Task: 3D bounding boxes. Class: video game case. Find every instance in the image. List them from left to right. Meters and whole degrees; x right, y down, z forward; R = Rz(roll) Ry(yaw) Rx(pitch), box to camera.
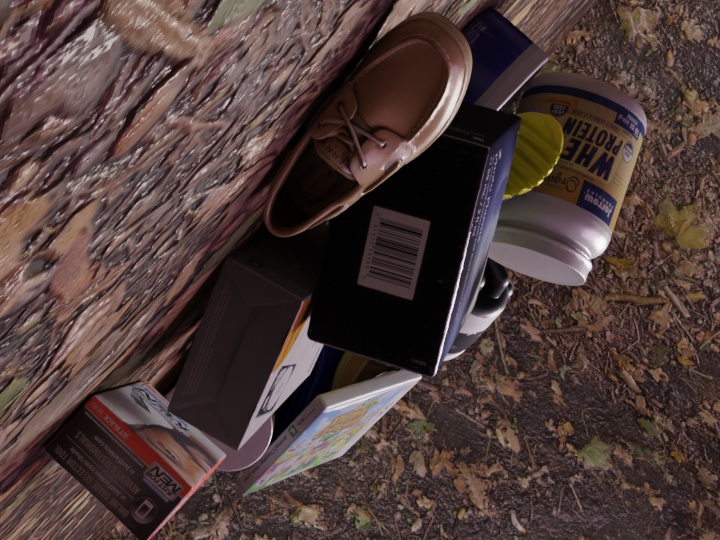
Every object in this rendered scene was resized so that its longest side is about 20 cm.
[{"bbox_3d":[-0.036,0.193,1.250,0.199,0.022,0.182,-9,147,-53],"label":"video game case"}]

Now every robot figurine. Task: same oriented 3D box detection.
[{"bbox_3d":[0.127,0.041,1.433,0.200,0.149,0.125,-55,-173,47],"label":"robot figurine"}]

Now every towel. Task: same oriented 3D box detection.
[{"bbox_3d":[-0.038,0.155,1.327,0.200,0.049,0.149,6,107,-66],"label":"towel"}]

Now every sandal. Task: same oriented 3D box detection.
[{"bbox_3d":[0.124,-0.090,1.063,0.200,0.080,0.087,-39,-177,9],"label":"sandal"}]

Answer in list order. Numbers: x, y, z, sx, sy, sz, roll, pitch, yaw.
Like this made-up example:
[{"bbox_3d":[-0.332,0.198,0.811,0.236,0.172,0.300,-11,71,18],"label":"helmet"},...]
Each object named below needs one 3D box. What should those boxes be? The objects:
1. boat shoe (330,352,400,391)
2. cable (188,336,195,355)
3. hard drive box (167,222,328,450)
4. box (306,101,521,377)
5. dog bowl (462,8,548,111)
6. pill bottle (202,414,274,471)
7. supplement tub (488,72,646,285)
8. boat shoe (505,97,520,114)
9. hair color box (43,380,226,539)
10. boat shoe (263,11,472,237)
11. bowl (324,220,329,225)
[{"bbox_3d":[0.037,0.092,1.278,0.201,0.065,0.072,-54,157,-4],"label":"boat shoe"},{"bbox_3d":[-0.113,0.044,1.121,0.200,0.051,0.163,-45,177,-40],"label":"cable"},{"bbox_3d":[-0.081,0.048,0.950,0.157,0.076,0.200,-65,172,20],"label":"hard drive box"},{"bbox_3d":[0.054,-0.044,0.910,0.198,0.122,0.202,-45,149,-68],"label":"box"},{"bbox_3d":[0.101,-0.172,1.076,0.200,0.079,0.200,-48,178,-2],"label":"dog bowl"},{"bbox_3d":[-0.162,0.172,1.220,0.116,0.116,0.200,-47,-171,-7],"label":"pill bottle"},{"bbox_3d":[0.220,-0.098,1.132,0.144,0.143,0.202,123,-13,-80],"label":"supplement tub"},{"bbox_3d":[0.166,-0.193,1.247,0.073,0.065,0.201,-37,-151,29],"label":"boat shoe"},{"bbox_3d":[-0.187,0.158,0.894,0.064,0.111,0.200,-47,179,-1],"label":"hair color box"},{"bbox_3d":[0.001,-0.086,0.681,0.200,0.071,0.065,-47,179,43],"label":"boat shoe"},{"bbox_3d":[0.000,0.000,1.136,0.202,0.107,0.200,-64,180,0],"label":"bowl"}]
